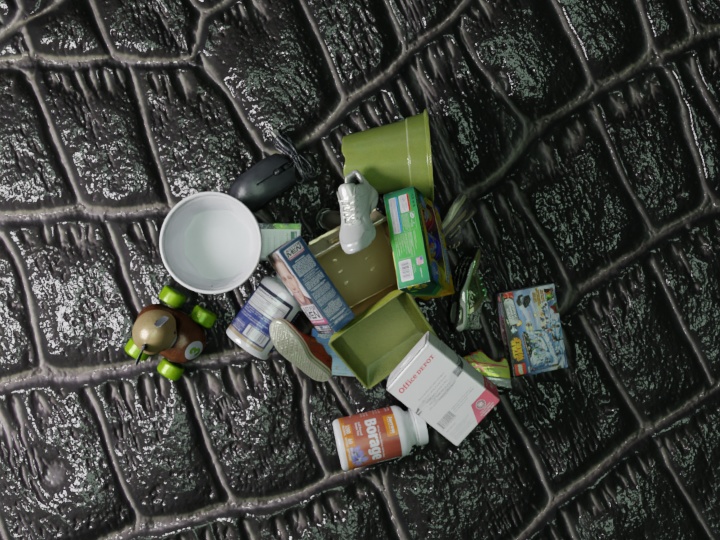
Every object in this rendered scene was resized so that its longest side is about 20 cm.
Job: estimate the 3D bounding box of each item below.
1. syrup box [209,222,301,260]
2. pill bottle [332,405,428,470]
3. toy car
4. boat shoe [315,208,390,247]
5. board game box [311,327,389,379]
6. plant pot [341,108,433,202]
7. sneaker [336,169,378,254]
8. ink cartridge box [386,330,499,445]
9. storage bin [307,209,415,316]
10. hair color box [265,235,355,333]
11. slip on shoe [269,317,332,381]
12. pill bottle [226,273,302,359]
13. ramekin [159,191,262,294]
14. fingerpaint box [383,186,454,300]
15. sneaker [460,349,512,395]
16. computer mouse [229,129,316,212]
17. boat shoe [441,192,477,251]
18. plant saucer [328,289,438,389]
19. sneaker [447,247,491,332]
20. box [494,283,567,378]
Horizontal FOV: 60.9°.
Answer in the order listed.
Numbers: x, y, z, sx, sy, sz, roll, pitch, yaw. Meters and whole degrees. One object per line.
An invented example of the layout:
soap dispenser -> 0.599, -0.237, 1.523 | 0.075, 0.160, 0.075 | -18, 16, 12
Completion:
syrup box -> -0.231, -0.062, 1.343 | 0.198, 0.081, 0.079 | 0, 89, -8
pill bottle -> 0.045, 0.365, 1.360 | 0.199, 0.112, 0.113 | -13, 91, -7
toy car -> -0.404, 0.136, 1.263 | 0.157, 0.200, 0.165 | 32, 87, -5
boat shoe -> -0.002, -0.092, 1.379 | 0.199, 0.068, 0.072 | 15, 86, -8
board game box -> -0.017, 0.190, 1.399 | 0.198, 0.019, 0.104 | 6, 91, -7
plant pot -> 0.059, -0.240, 1.338 | 0.189, 0.200, 0.202 | -5, 91, 5
sneaker -> -0.019, -0.121, 1.222 | 0.077, 0.201, 0.100 | -17, 134, 20
ink cartridge box -> 0.176, 0.252, 1.324 | 0.200, 0.085, 0.146 | 39, 105, -3
storage bin -> 0.000, 0.000, 1.331 | 0.198, 0.094, 0.201 | -28, 116, -6
hair color box -> -0.104, 0.033, 1.252 | 0.060, 0.100, 0.201 | -37, 99, -23
slip on shoe -> -0.125, 0.162, 1.314 | 0.200, 0.074, 0.061 | 49, 39, -35
pill bottle -> -0.191, 0.083, 1.333 | 0.111, 0.111, 0.201 | 36, 86, -5
ramekin -> -0.295, -0.053, 1.243 | 0.199, 0.105, 0.202 | 0, 90, -5
fingerpaint box -> 0.125, -0.052, 1.276 | 0.073, 0.167, 0.201 | -14, 74, 22
sneaker -> 0.251, 0.222, 1.412 | 0.199, 0.078, 0.091 | 13, 63, -1
computer mouse -> -0.208, -0.209, 1.360 | 0.200, 0.053, 0.139 | -41, 95, -5
boat shoe -> 0.201, -0.080, 1.398 | 0.073, 0.074, 0.201 | 33, 87, -5
plant saucer -> 0.047, 0.140, 1.330 | 0.199, 0.048, 0.200 | -34, 132, 0
sneaker -> 0.260, 0.048, 1.415 | 0.088, 0.077, 0.201 | 10, 94, -20
box -> 0.400, 0.140, 1.438 | 0.136, 0.040, 0.202 | -10, 91, -8
